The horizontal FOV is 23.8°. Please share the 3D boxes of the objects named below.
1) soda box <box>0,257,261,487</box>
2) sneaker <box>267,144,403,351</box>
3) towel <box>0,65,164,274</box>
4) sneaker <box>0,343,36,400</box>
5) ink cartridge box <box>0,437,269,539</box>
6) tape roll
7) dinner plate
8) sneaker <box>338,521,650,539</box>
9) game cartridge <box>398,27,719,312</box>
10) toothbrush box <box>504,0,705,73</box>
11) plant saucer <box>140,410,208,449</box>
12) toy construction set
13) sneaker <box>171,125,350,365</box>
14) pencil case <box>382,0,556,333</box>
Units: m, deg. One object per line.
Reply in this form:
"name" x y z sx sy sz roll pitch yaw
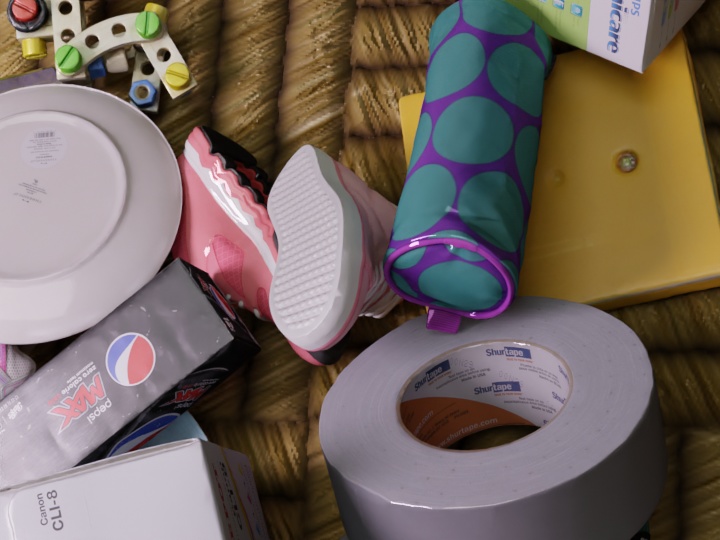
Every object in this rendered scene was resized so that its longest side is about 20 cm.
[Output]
"soda box" -0.165 0.083 1.100 0.199 0.063 0.071 -38 74 5
"sneaker" 0.000 0.000 1.067 0.075 0.104 0.201 -47 23 18
"towel" -0.235 -0.058 1.197 0.142 0.023 0.201 -14 59 -27
"sneaker" -0.260 0.017 1.200 0.087 0.082 0.202 3 59 -9
"ink cartridge box" -0.127 0.187 0.983 0.143 0.200 0.147 -15 81 2
"tape roll" 0.078 0.097 1.002 0.198 0.067 0.201 -10 31 6
"dinner plate" -0.218 -0.046 1.143 0.198 0.024 0.202 -2 61 3
"sneaker" 0.077 0.176 1.031 0.198 0.071 0.081 -16 64 12
"game cartridge" 0.131 -0.055 1.116 0.198 0.032 0.178 -13 69 17
"toothbrush box" 0.135 -0.233 1.112 0.199 0.087 0.146 27 53 23
"plant saucer" -0.177 0.171 1.138 0.199 0.039 0.203 -6 70 16
"toy construction set" -0.188 -0.211 1.233 0.130 0.092 0.202 -6 69 -1
"sneaker" -0.077 -0.002 1.156 0.087 0.074 0.201 -44 60 17
"pencil case" 0.069 -0.069 1.055 0.084 0.093 0.202 14 56 -2
